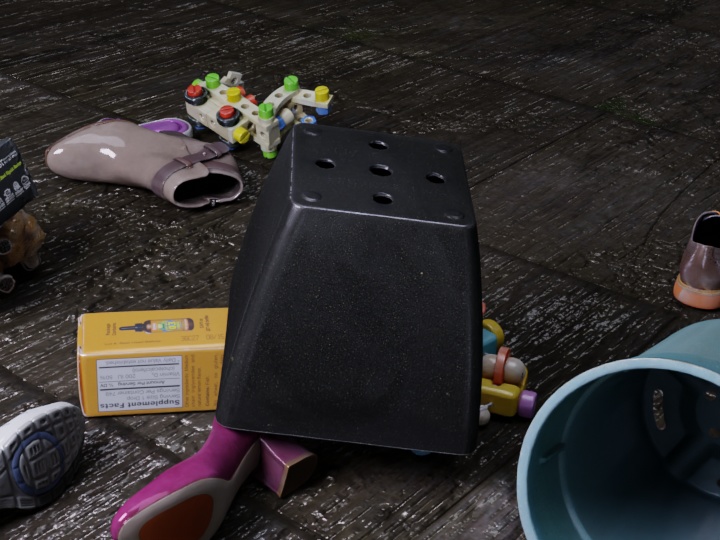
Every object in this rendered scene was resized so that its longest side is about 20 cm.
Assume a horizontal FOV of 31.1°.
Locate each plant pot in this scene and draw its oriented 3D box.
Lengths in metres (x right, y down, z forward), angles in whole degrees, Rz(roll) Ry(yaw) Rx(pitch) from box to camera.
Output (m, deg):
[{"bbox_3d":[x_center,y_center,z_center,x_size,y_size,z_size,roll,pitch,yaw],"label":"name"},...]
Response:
[{"bbox_3d":[0.237,0.129,0.898,0.199,0.202,0.196,17,22,25],"label":"plant pot"},{"bbox_3d":[0.000,0.000,0.995,0.198,0.179,0.200,6,31,-5],"label":"plant pot"}]

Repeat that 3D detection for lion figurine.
[{"bbox_3d":[-0.388,-0.007,1.211,0.198,0.073,0.122,-15,24,-24],"label":"lion figurine"}]

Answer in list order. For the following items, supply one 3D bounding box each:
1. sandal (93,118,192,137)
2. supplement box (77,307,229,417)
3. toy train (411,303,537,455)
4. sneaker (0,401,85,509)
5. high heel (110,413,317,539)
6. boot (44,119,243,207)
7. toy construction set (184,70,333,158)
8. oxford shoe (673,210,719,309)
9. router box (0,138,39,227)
[{"bbox_3d":[-0.291,-0.162,1.550,0.082,0.050,0.202,24,33,36],"label":"sandal"},{"bbox_3d":[-0.136,0.075,1.084,0.198,0.069,0.067,0,27,-11],"label":"supplement box"},{"bbox_3d":[0.072,0.078,1.112,0.149,0.056,0.200,0,27,-9],"label":"toy train"},{"bbox_3d":[-0.282,0.143,0.927,0.087,0.075,0.199,16,28,33],"label":"sneaker"},{"bbox_3d":[-0.125,0.145,0.941,0.096,0.068,0.199,32,22,28],"label":"high heel"},{"bbox_3d":[-0.233,-0.113,1.442,0.198,0.071,0.146,-13,33,-29],"label":"boot"},{"bbox_3d":[-0.140,-0.207,1.610,0.131,0.093,0.199,-36,38,-28],"label":"toy construction set"},{"bbox_3d":[0.379,-0.030,1.345,0.071,0.074,0.200,13,28,20],"label":"oxford shoe"},{"bbox_3d":[-0.409,-0.042,1.154,0.198,0.063,0.150,-15,20,18],"label":"router box"}]
